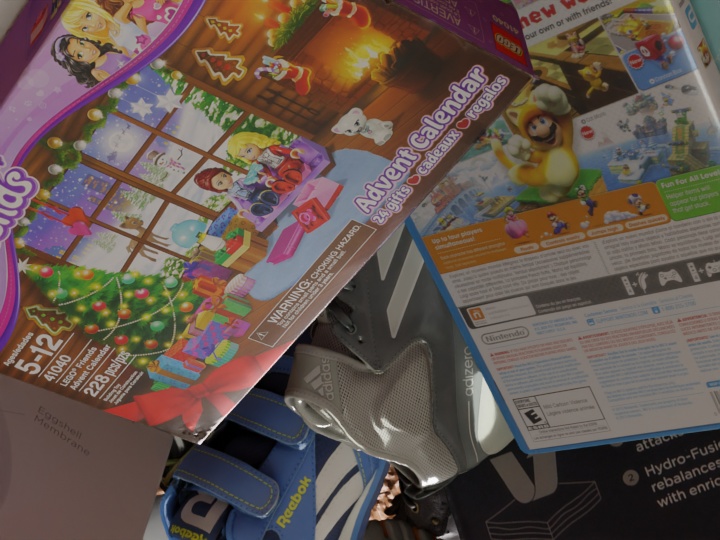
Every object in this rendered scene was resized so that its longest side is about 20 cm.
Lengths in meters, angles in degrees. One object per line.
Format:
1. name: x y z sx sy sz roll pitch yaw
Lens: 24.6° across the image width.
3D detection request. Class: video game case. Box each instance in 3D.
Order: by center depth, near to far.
1. video game case: 0.083 -0.022 0.624 0.142 0.018 0.201 -12 116 36

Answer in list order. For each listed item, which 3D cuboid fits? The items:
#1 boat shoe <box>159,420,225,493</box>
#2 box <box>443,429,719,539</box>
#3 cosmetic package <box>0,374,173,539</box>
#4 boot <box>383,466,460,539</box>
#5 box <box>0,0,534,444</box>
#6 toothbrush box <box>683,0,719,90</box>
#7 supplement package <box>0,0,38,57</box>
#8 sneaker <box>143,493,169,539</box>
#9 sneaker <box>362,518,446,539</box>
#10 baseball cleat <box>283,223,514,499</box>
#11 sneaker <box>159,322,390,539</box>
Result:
1. boat shoe: -0.076 0.090 0.848 0.071 0.061 0.202 -25 132 16
2. box: 0.155 0.136 0.741 0.195 0.202 0.118 -21 150 5
3. cosmetic package: -0.200 0.088 0.706 0.199 0.201 0.123 36 124 -17
4. boot: 0.014 0.080 0.856 0.173 0.070 0.200 29 118 -27
5. box: -0.058 -0.033 0.536 0.136 0.039 0.200 23 127 -28
6. toothbrush box: 0.124 -0.088 0.623 0.199 0.085 0.147 32 130 7
7. supplement package: -0.081 -0.151 0.550 0.189 0.148 0.201 15 131 -21
8. sneaker: -0.059 0.181 0.848 0.089 0.076 0.200 -20 138 16
9. sneaker: 0.042 0.180 0.839 0.199 0.079 0.077 27 125 -39
10. baseball cleat: 0.000 0.000 0.694 0.106 0.070 0.202 -31 96 -22
11. sneaker: -0.040 0.095 0.743 0.082 0.203 0.074 14 177 -40
